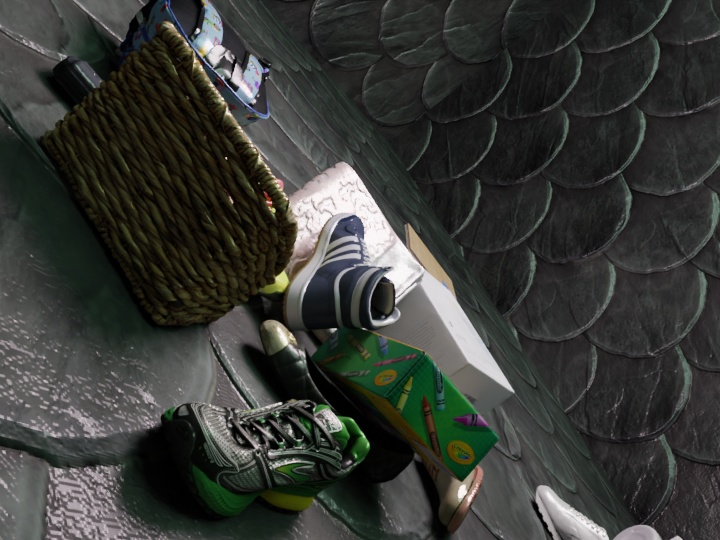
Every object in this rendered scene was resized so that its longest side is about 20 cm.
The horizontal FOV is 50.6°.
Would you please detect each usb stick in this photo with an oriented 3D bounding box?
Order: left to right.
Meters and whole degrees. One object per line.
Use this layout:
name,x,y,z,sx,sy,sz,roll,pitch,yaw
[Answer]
usb stick,-0.217,-0.121,0.743,0.200,0.033,0.055,50,10,-14

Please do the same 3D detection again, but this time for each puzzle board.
puzzle board,0.130,-0.005,1.433,0.151,0.017,0.200,52,12,-12

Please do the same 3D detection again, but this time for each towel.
towel,-0.026,-0.020,0.940,0.191,0.032,0.200,53,47,-3

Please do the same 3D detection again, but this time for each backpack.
backpack,-0.193,-0.230,0.896,0.183,0.134,0.200,47,13,-31

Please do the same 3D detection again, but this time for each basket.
basket,-0.134,-0.073,0.644,0.201,0.149,0.143,55,12,11

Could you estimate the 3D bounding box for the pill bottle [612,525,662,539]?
pill bottle,0.608,0.637,1.562,0.200,0.119,0.120,51,12,-7

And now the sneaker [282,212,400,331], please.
sneaker,0.000,0.000,0.831,0.200,0.108,0.070,-62,146,-52

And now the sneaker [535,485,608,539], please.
sneaker,0.372,0.446,1.291,0.201,0.080,0.076,56,14,21

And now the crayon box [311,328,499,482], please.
crayon box,0.036,0.124,0.766,0.119,0.058,0.200,49,-14,-19

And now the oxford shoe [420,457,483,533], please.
oxford shoe,0.100,0.240,0.905,0.073,0.071,0.200,28,13,2

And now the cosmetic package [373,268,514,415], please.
cosmetic package,0.096,0.107,1.089,0.199,0.123,0.201,35,20,-56

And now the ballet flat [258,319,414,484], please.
ballet flat,-0.025,0.121,0.730,0.200,0.057,0.067,51,13,-13

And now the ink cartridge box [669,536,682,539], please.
ink cartridge box,0.324,0.425,0.869,0.147,0.200,0.083,56,16,17

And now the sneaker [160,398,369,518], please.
sneaker,-0.062,0.117,0.533,0.078,0.085,0.200,59,14,25

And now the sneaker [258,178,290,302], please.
sneaker,-0.115,-0.058,0.817,0.201,0.090,0.078,61,12,26
